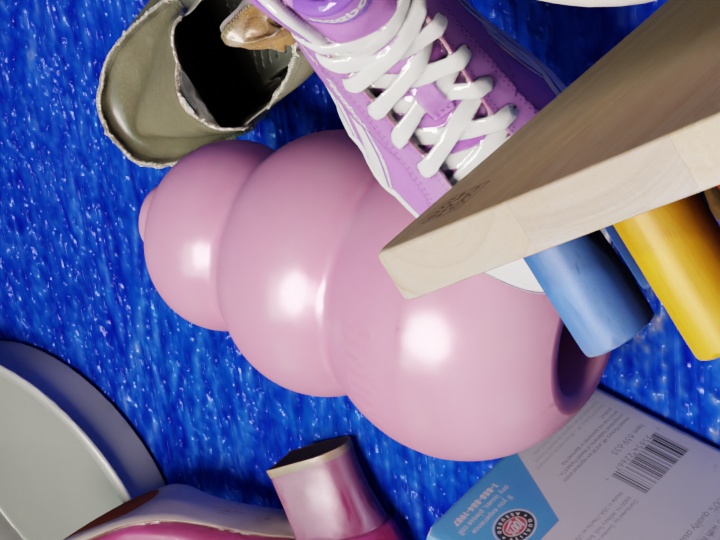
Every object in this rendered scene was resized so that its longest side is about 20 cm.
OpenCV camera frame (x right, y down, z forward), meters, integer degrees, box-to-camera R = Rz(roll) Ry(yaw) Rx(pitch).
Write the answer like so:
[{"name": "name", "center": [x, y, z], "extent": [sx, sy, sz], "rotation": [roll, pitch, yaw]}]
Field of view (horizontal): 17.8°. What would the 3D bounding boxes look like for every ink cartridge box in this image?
[{"name": "ink cartridge box", "center": [0.137, 0.138, 0.906], "extent": [0.199, 0.116, 0.067], "rotation": [28, 136, 28]}]

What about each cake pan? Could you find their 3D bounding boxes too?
[{"name": "cake pan", "center": [-0.173, 0.122, 1.270], "extent": [0.200, 0.037, 0.201], "rotation": [27, 136, 29]}]

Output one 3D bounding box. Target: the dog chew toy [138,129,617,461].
[{"name": "dog chew toy", "center": [0.000, 0.000, 0.914], "extent": [0.199, 0.125, 0.125], "rotation": [15, 130, 25]}]

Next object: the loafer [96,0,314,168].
[{"name": "loafer", "center": [-0.062, -0.092, 0.958], "extent": [0.075, 0.070, 0.200], "rotation": [54, 142, -3]}]

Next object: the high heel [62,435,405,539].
[{"name": "high heel", "center": [-0.068, 0.151, 1.133], "extent": [0.199, 0.067, 0.097], "rotation": [-18, 97, 34]}]

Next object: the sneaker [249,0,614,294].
[{"name": "sneaker", "center": [0.012, -0.067, 0.775], "extent": [0.073, 0.114, 0.201], "rotation": [-38, 94, 13]}]

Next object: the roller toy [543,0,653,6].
[{"name": "roller toy", "center": [0.073, -0.185, 0.693], "extent": [0.182, 0.140, 0.200], "rotation": [31, 146, 13]}]

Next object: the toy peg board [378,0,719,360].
[{"name": "toy peg board", "center": [0.145, -0.039, 0.688], "extent": [0.199, 0.200, 0.098], "rotation": [-23, 104, 51]}]

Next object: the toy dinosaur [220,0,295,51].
[{"name": "toy dinosaur", "center": [-0.015, -0.182, 0.854], "extent": [0.106, 0.060, 0.201], "rotation": [29, 113, 28]}]
